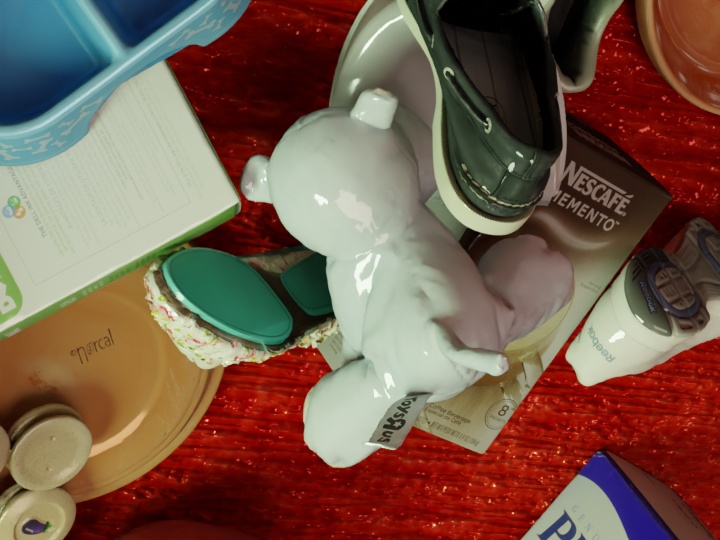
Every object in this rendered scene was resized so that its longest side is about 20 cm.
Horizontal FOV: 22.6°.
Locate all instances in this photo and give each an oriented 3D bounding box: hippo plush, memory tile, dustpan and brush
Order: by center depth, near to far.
[{"bbox_3d":[0.000,0.000,0.943,0.159,0.200,0.161,-36,88,25],"label":"hippo plush"},{"bbox_3d":[0.046,-0.142,0.990,0.138,0.057,0.202,4,117,15],"label":"dustpan and brush"},{"bbox_3d":[-0.235,0.165,1.011,0.152,0.017,0.202,-1,120,-36],"label":"memory tile"}]

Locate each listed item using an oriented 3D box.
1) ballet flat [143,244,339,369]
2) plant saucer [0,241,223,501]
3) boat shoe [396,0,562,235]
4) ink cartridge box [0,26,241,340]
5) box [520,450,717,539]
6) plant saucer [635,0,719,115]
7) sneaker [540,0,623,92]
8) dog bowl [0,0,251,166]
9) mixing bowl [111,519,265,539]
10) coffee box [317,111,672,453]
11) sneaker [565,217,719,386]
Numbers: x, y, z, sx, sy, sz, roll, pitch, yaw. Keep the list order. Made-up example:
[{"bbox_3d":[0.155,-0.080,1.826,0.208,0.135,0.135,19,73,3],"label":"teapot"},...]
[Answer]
[{"bbox_3d":[-0.063,0.026,0.999,0.064,0.076,0.199,-41,161,25],"label":"ballet flat"},{"bbox_3d":[-0.169,0.053,1.027,0.198,0.032,0.202,-13,125,-19],"label":"plant saucer"},{"bbox_3d":[0.063,-0.120,0.888,0.074,0.201,0.066,11,148,-20],"label":"boat shoe"},{"bbox_3d":[-0.172,-0.031,0.933,0.199,0.059,0.105,-29,89,-8],"label":"ink cartridge box"},{"bbox_3d":[0.171,0.261,1.235,0.105,0.184,0.200,32,102,-35],"label":"box"},{"bbox_3d":[0.252,-0.190,1.086,0.198,0.032,0.202,-13,125,-19],"label":"plant saucer"},{"bbox_3d":[0.121,-0.193,0.987,0.073,0.089,0.202,-10,122,-18],"label":"sneaker"},{"bbox_3d":[-0.138,-0.136,0.883,0.199,0.050,0.112,-37,93,-4],"label":"dog bowl"},{"bbox_3d":[-0.121,0.228,1.101,0.200,0.108,0.201,-39,149,-28],"label":"mixing bowl"},{"bbox_3d":[0.076,-0.003,1.087,0.114,0.080,0.201,24,108,-36],"label":"coffee box"},{"bbox_3d":[0.191,0.022,1.142,0.087,0.075,0.199,-42,162,31],"label":"sneaker"}]
